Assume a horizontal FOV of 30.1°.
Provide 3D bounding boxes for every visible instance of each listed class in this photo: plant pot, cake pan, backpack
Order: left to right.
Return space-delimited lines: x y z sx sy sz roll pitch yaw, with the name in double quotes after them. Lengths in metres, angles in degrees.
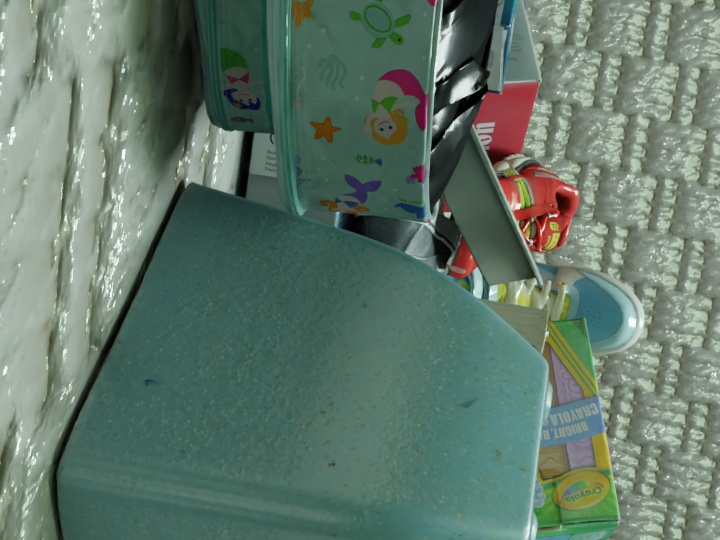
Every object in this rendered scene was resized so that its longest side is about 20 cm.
-0.015 0.105 0.656 0.197 0.199 0.196 -73 172 -47 "plant pot"
0.000 -0.125 0.641 0.178 0.150 0.201 91 3 -45 "backpack"
0.068 -0.075 0.912 0.200 0.037 0.201 -25 90 -84 "cake pan"

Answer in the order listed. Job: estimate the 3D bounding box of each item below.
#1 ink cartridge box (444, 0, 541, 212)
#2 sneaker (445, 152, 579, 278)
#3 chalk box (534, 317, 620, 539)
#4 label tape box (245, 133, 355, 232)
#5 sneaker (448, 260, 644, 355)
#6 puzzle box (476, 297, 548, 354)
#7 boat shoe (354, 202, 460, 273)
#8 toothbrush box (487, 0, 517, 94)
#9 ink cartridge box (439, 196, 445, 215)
0.097 -0.137 1.169 0.200 0.083 0.176 94 -11 -62 "ink cartridge box"
0.126 -0.043 1.080 0.200 0.085 0.077 -38 150 -54 "sneaker"
0.112 0.151 0.976 0.125 0.123 0.201 100 -15 -66 "chalk box"
-0.026 -0.111 0.863 0.143 0.066 0.201 -59 156 -79 "label tape box"
0.130 0.026 1.133 0.130 0.199 0.080 0 104 -57 "sneaker"
0.013 0.055 0.843 0.133 0.199 0.026 91 11 -53 "puzzle box"
0.028 -0.010 0.901 0.200 0.071 0.068 54 45 -83 "boat shoe"
0.054 -0.247 1.019 0.085 0.146 0.201 89 11 -62 "toothbrush box"
0.000 0.000 1.045 0.200 0.115 0.068 -71 169 -58 "ink cartridge box"
